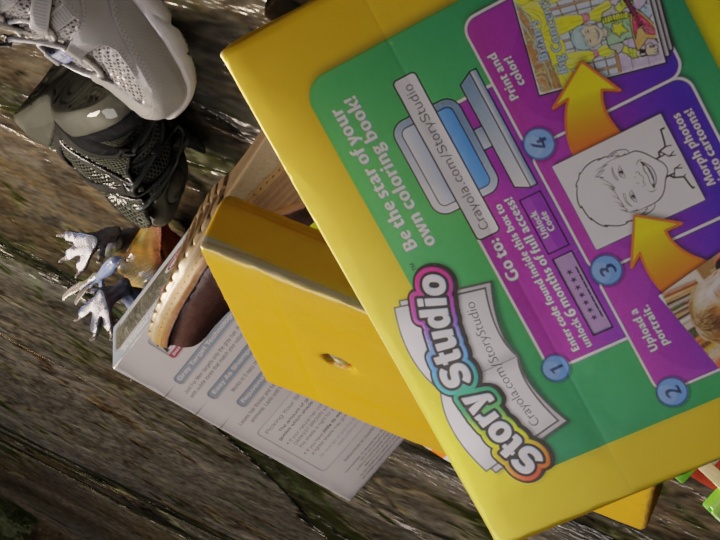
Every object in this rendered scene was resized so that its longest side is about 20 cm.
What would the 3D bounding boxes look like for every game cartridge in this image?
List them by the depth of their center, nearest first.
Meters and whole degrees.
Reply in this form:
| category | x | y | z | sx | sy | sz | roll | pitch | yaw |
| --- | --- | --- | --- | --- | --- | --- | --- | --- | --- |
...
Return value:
| category | x | y | z | sx | sy | sz | roll | pitch | yaw |
| --- | --- | --- | --- | --- | --- | --- | --- | --- | --- |
| game cartridge | 0.039 | 0.044 | 0.726 | 0.200 | 0.032 | 0.176 | 20 | 162 | 13 |

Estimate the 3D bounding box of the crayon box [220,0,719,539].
| category | x | y | z | sx | sy | sz | roll | pitch | yaw |
| --- | --- | --- | --- | --- | --- | --- | --- | --- | --- |
| crayon box | 0.078 | -0.029 | 0.564 | 0.172 | 0.058 | 0.200 | -25 | 100 | 21 |

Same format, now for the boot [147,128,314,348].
| category | x | y | z | sx | sy | sz | roll | pitch | yaw |
| --- | --- | --- | --- | --- | --- | --- | --- | --- | --- |
| boot | 0.000 | 0.000 | 0.848 | 0.166 | 0.072 | 0.200 | 31 | 119 | -12 |

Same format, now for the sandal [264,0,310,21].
| category | x | y | z | sx | sy | sz | roll | pitch | yaw |
| --- | --- | --- | --- | --- | --- | --- | --- | --- | --- |
| sandal | 0.007 | -0.125 | 0.710 | 0.082 | 0.055 | 0.200 | 27 | 177 | -9 |

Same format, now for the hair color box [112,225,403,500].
| category | x | y | z | sx | sy | sz | roll | pitch | yaw |
| --- | --- | --- | --- | --- | --- | --- | --- | --- | --- |
| hair color box | -0.059 | 0.065 | 1.142 | 0.200 | 0.099 | 0.061 | 32 | -161 | -22 |

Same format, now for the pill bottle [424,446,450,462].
| category | x | y | z | sx | sy | sz | roll | pitch | yaw |
| --- | --- | --- | --- | --- | --- | --- | --- | --- | --- |
| pill bottle | 0.044 | 0.037 | 0.940 | 0.200 | 0.114 | 0.114 | 34 | 161 | 2 |

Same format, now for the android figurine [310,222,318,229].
| category | x | y | z | sx | sy | sz | roll | pitch | yaw |
| --- | --- | --- | --- | --- | --- | --- | --- | --- | --- |
| android figurine | 0.058 | 0.022 | 0.749 | 0.182 | 0.041 | 0.200 | 32 | 164 | -20 |

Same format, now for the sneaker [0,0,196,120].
| category | x | y | z | sx | sy | sz | roll | pitch | yaw |
| --- | --- | --- | --- | --- | --- | --- | --- | --- | --- |
| sneaker | -0.163 | -0.123 | 0.730 | 0.200 | 0.082 | 0.075 | 37 | 162 | -14 |

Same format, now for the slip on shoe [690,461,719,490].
| category | x | y | z | sx | sy | sz | roll | pitch | yaw |
| --- | --- | --- | --- | --- | --- | --- | --- | --- | --- |
| slip on shoe | 0.262 | 0.145 | 0.938 | 0.200 | 0.061 | 0.074 | 28 | 162 | 19 |

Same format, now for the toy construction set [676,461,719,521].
| category | x | y | z | sx | sy | sz | roll | pitch | yaw |
| --- | --- | --- | --- | --- | --- | --- | --- | --- | --- |
| toy construction set | 0.161 | 0.052 | 0.824 | 0.200 | 0.092 | 0.131 | 58 | 175 | -36 |

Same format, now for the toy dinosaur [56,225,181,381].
| category | x | y | z | sx | sy | sz | roll | pitch | yaw |
| --- | --- | --- | --- | --- | --- | --- | --- | --- | --- |
| toy dinosaur | -0.140 | 0.014 | 1.234 | 0.181 | 0.200 | 0.105 | -3 | -118 | -58 |

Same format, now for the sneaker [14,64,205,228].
| category | x | y | z | sx | sy | sz | roll | pitch | yaw |
| --- | --- | --- | --- | --- | --- | --- | --- | --- | --- |
| sneaker | -0.133 | -0.084 | 0.998 | 0.114 | 0.076 | 0.199 | 38 | 164 | -17 |
